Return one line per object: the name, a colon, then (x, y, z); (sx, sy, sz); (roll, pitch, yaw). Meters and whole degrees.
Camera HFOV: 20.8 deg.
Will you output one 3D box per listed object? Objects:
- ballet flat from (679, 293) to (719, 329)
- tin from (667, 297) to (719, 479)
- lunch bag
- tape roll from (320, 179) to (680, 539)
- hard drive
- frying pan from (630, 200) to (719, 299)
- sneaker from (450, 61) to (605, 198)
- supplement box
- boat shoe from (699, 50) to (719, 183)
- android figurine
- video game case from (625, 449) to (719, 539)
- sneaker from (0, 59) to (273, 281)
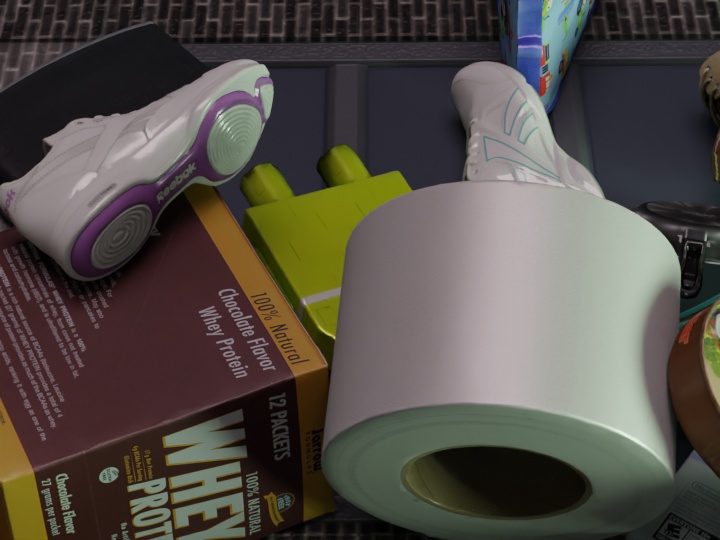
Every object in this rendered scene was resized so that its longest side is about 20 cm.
ballet flat: (0.201, 0.056, 1.211); (0.067, 0.200, 0.071); (-8, 81, -33)
tin: (0.248, 0.101, 1.087); (0.200, 0.042, 0.112); (49, 42, -4)
lunch bag: (0.138, -0.220, 1.480); (0.093, 0.151, 0.201); (4, 43, 6)
tape roll: (0.082, 0.058, 1.125); (0.200, 0.203, 0.140); (4, 61, 5)
hard drive: (-0.194, -0.108, 1.445); (0.199, 0.043, 0.135); (-32, 57, -29)
frying pan: (0.208, -0.020, 1.302); (0.114, 0.031, 0.189); (15, 15, 31)
sneaker: (0.102, -0.078, 1.393); (0.080, 0.071, 0.201); (-18, 47, -13)
supplement box: (-0.145, 0.072, 1.194); (0.198, 0.134, 0.198); (-19, 46, -17)
boat shoe: (0.288, -0.130, 1.449); (0.073, 0.076, 0.200); (9, 40, 24)
android figurine: (0.000, 0.000, 1.316); (0.181, 0.041, 0.201); (-16, 54, -26)
video game case: (0.285, 0.157, 1.161); (0.199, 0.046, 0.181); (27, 51, 26)
sneaker: (-0.135, -0.080, 1.201); (0.099, 0.075, 0.200); (29, 50, 28)
